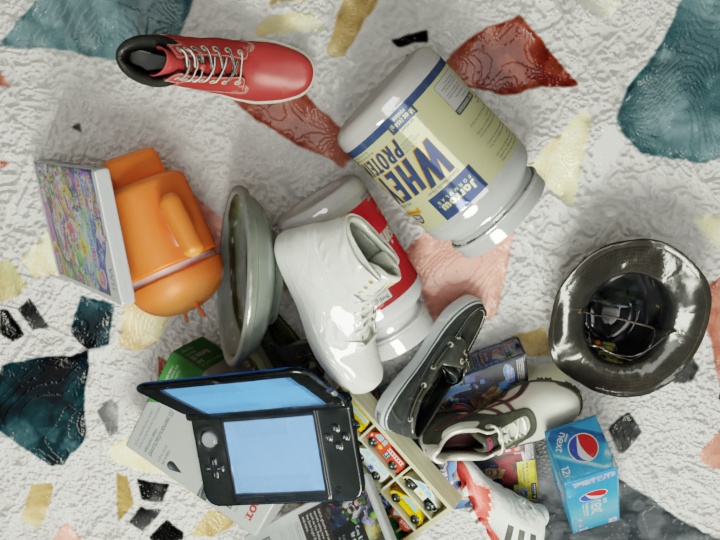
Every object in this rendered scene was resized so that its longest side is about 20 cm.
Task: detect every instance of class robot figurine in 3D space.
[{"bbox_3d":[-0.229,-0.034,0.919,0.143,0.117,0.201,-23,94,18],"label":"robot figurine"}]

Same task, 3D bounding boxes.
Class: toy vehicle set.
[{"bbox_3d":[0.016,0.233,0.987,0.200,0.026,0.124,47,129,9],"label":"toy vehicle set"}]

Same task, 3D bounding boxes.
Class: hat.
[{"bbox_3d":[0.315,0.046,0.967,0.199,0.081,0.202,2,113,5],"label":"hat"}]

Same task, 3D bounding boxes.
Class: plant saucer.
[{"bbox_3d":[-0.121,0.007,0.902,0.050,0.200,0.201,1,107,-18],"label":"plant saucer"}]

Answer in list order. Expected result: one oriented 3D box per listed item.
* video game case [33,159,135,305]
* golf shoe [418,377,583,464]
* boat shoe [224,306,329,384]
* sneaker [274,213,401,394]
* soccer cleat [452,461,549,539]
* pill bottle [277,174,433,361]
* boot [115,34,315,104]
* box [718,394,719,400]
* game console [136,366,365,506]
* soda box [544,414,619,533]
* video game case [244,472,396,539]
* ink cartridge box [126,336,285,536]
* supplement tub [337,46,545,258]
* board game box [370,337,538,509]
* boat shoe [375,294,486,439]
[{"bbox_3d":[-0.309,-0.048,0.896,0.018,0.200,0.144,-18,109,-35],"label":"video game case"},{"bbox_3d":[0.166,0.185,0.939,0.199,0.088,0.078,-15,104,3],"label":"golf shoe"},{"bbox_3d":[-0.082,0.106,0.954,0.201,0.072,0.066,43,108,22],"label":"boat shoe"},{"bbox_3d":[-0.001,0.038,0.841,0.115,0.074,0.201,-15,110,36],"label":"sneaker"},{"bbox_3d":[0.181,0.295,0.986,0.085,0.069,0.201,-31,107,-2],"label":"soccer cleat"},{"bbox_3d":[0.000,0.000,0.936,0.112,0.112,0.201,-30,104,8],"label":"pill bottle"},{"bbox_3d":[-0.149,-0.214,0.859,0.199,0.144,0.073,5,104,-3],"label":"boot"},{"bbox_3d":[0.533,0.114,0.931,0.104,0.182,0.201,17,105,-4],"label":"box"},{"bbox_3d":[-0.114,0.181,0.857,0.199,0.118,0.172,-8,94,20],"label":"game console"},{"bbox_3d":[0.269,0.250,0.974,0.064,0.068,0.200,-19,144,5],"label":"soda box"},{"bbox_3d":[-0.030,0.369,0.947,0.181,0.023,0.201,-30,63,13],"label":"video game case"},{"bbox_3d":[-0.160,0.199,0.982,0.199,0.083,0.147,31,104,10],"label":"ink cartridge box"},{"bbox_3d":[0.089,-0.125,0.882,0.200,0.145,0.145,43,102,-11],"label":"supplement tub"},{"bbox_3d":[0.114,0.198,1.019,0.199,0.062,0.201,-7,106,3],"label":"board game box"},{"bbox_3d":[0.097,0.114,0.950,0.200,0.056,0.069,-50,140,-22],"label":"boat shoe"}]
